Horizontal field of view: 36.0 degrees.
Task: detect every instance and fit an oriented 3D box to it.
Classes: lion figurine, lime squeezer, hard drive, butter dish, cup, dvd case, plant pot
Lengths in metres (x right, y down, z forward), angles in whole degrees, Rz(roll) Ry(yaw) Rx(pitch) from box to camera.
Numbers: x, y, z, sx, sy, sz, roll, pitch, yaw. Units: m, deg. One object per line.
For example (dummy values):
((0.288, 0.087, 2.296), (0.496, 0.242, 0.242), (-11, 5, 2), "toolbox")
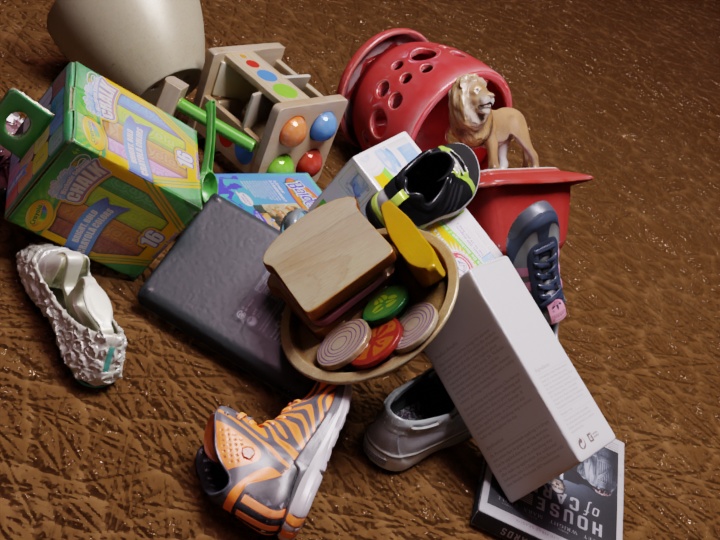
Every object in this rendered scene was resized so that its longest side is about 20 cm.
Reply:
((0.171, -0.181, 1.423), (0.071, 0.125, 0.199), (-7, -2, 28), "lion figurine")
((-0.138, -0.075, 1.187), (0.203, 0.070, 0.038), (63, 7, 6), "lime squeezer")
((-0.104, 0.024, 1.112), (0.198, 0.033, 0.140), (30, 65, 9), "hard drive")
((0.166, -0.043, 1.364), (0.197, 0.151, 0.198), (-5, -2, -38), "butter dish")
((-0.274, -0.287, 1.396), (0.199, 0.200, 0.145), (-21, 77, -49), "cup")
((0.192, 0.211, 1.108), (0.148, 0.025, 0.201), (24, 31, 0), "dvd case")
((0.078, -0.213, 1.500), (0.198, 0.203, 0.182), (-8, 35, -40), "plant pot")

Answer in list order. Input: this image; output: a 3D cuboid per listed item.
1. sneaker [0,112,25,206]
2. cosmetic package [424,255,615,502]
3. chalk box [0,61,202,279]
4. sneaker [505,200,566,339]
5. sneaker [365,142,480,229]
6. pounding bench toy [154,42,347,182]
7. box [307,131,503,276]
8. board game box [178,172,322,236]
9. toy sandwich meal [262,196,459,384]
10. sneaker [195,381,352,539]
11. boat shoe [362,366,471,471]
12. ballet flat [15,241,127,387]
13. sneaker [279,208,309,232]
((-0.386, -0.118, 1.157), (0.197, 0.076, 0.116), (18, 35, -12), "sneaker")
((0.141, 0.102, 1.052), (0.071, 0.101, 0.202), (-17, 73, -47), "cosmetic package")
((-0.271, -0.106, 1.095), (0.198, 0.124, 0.125), (26, 36, -35), "chalk box")
((0.209, 0.011, 1.255), (0.069, 0.202, 0.082), (-25, 50, -15), "sneaker")
((0.085, -0.094, 1.170), (0.072, 0.083, 0.200), (47, 43, 3), "sneaker")
((-0.138, -0.180, 1.364), (0.156, 0.126, 0.198), (41, 36, 26), "pounding bench toy")
((0.055, -0.036, 1.242), (0.201, 0.101, 0.112), (51, 41, 6), "box")
((-0.112, -0.051, 1.267), (0.197, 0.045, 0.153), (-4, 42, -37), "board game box")
((-0.003, 0.013, 1.031), (0.202, 0.071, 0.207), (-17, 43, 16), "toy sandwich meal")
((-0.077, 0.140, 0.979), (0.110, 0.078, 0.201), (25, 32, 0), "sneaker")
((0.080, 0.132, 1.102), (0.070, 0.072, 0.200), (38, 34, 22), "boat shoe")
((-0.265, 0.023, 1.037), (0.071, 0.073, 0.200), (-5, 41, -38), "ballet flat")
((0.000, 0.000, 1.179), (0.200, 0.096, 0.079), (47, 37, 4), "sneaker")
